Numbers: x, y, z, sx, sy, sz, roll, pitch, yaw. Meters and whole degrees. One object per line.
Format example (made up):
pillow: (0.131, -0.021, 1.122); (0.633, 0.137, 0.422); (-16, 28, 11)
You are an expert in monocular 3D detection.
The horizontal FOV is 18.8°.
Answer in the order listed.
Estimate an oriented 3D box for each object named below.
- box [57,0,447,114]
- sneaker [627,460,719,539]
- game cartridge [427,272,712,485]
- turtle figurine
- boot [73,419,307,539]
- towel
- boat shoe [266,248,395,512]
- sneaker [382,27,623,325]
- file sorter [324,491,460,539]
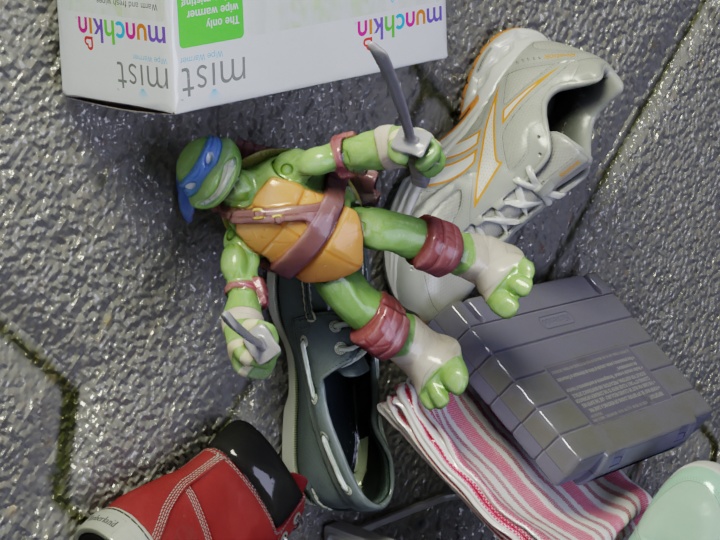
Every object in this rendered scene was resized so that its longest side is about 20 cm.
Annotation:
box: (-0.057, -0.184, 1.122); (0.199, 0.096, 0.177); (-15, 109, -43)
sneaker: (0.158, 0.197, 1.248); (0.118, 0.074, 0.201); (33, 81, -60)
game cartridge: (0.133, 0.066, 1.341); (0.038, 0.130, 0.200); (-44, 162, 28)
turtle figurine: (0.000, 0.000, 1.132); (0.193, 0.200, 0.145); (28, 69, -29)
boot: (-0.069, 0.192, 1.229); (0.144, 0.072, 0.201); (-33, 119, -37)
towel: (0.100, 0.109, 1.293); (0.030, 0.146, 0.200); (-48, 166, 21)
boat shoe: (-0.008, 0.045, 1.255); (0.073, 0.062, 0.201); (-14, 110, -41)
sneaker: (0.087, -0.054, 1.305); (0.076, 0.092, 0.201); (37, 75, -45)
file sorter: (0.068, 0.251, 1.336); (0.124, 0.138, 0.201); (-17, 112, -45)
